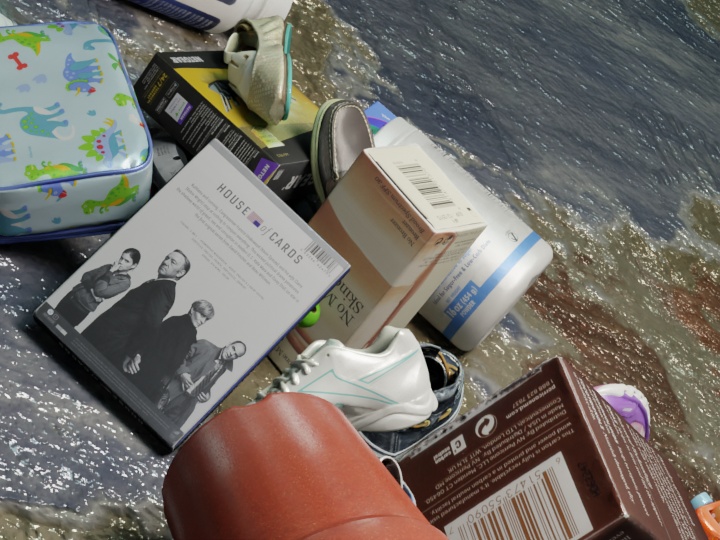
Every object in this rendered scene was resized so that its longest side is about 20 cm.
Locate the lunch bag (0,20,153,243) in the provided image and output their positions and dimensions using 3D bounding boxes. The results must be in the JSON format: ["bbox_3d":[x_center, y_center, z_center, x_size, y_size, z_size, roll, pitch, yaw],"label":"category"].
[{"bbox_3d":[-0.259,-0.113,1.539,0.160,0.083,0.200,-9,48,-18],"label":"lunch bag"}]

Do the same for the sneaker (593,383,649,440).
[{"bbox_3d":[0.225,0.172,1.689,0.200,0.080,0.089,61,21,-53],"label":"sneaker"}]

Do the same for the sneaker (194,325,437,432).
[{"bbox_3d":[-0.041,0.096,1.474,0.200,0.080,0.070,-17,18,-18],"label":"sneaker"}]

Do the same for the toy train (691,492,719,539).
[{"bbox_3d":[0.360,0.281,1.771,0.150,0.056,0.200,2,45,-48],"label":"toy train"}]

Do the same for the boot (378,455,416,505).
[{"bbox_3d":[0.000,0.171,1.464,0.073,0.096,0.200,20,34,-32],"label":"boot"}]

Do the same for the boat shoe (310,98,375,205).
[{"bbox_3d":[0.005,-0.056,1.706,0.073,0.065,0.201,-12,94,-36],"label":"boat shoe"}]

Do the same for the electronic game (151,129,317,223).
[{"bbox_3d":[-0.108,-0.061,1.729,0.200,0.042,0.200,33,21,-14],"label":"electronic game"}]

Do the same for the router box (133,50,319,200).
[{"bbox_3d":[-0.101,-0.135,1.766,0.157,0.052,0.200,42,20,12],"label":"router box"}]

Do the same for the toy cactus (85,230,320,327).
[{"bbox_3d":[-0.134,-0.002,1.562,0.199,0.103,0.165,1,22,-16],"label":"toy cactus"}]

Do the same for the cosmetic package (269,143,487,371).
[{"bbox_3d":[0.000,0.000,1.604,0.103,0.200,0.087,48,30,20],"label":"cosmetic package"}]

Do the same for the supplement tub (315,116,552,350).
[{"bbox_3d":[0.070,-0.033,1.808,0.200,0.132,0.132,41,28,5],"label":"supplement tub"}]

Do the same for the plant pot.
[{"bbox_3d":[-0.034,0.199,1.302,0.200,0.201,0.195,14,29,-38],"label":"plant pot"}]

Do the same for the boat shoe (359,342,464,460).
[{"bbox_3d":[0.061,0.097,1.648,0.071,0.091,0.200,41,28,5],"label":"boat shoe"}]

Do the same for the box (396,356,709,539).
[{"bbox_3d":[0.158,0.208,1.469,0.200,0.166,0.164,42,19,-42],"label":"box"}]

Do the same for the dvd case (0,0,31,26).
[{"bbox_3d":[-0.317,-0.184,1.686,0.200,0.022,0.146,45,29,8],"label":"dvd case"}]

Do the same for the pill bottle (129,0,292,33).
[{"bbox_3d":[-0.170,-0.307,1.943,0.200,0.111,0.111,19,34,-33],"label":"pill bottle"}]

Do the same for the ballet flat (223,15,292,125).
[{"bbox_3d":[-0.094,-0.181,1.736,0.062,0.068,0.200,6,22,-5],"label":"ballet flat"}]

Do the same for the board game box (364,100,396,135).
[{"bbox_3d":[0.057,-0.077,1.945,0.200,0.045,0.134,41,28,4],"label":"board game box"}]

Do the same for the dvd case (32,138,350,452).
[{"bbox_3d":[-0.128,0.017,1.469,0.150,0.200,0.025,43,-16,5],"label":"dvd case"}]
